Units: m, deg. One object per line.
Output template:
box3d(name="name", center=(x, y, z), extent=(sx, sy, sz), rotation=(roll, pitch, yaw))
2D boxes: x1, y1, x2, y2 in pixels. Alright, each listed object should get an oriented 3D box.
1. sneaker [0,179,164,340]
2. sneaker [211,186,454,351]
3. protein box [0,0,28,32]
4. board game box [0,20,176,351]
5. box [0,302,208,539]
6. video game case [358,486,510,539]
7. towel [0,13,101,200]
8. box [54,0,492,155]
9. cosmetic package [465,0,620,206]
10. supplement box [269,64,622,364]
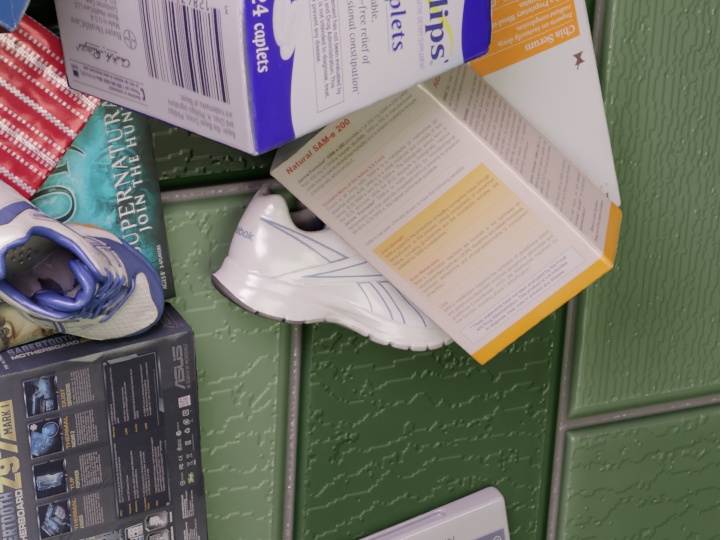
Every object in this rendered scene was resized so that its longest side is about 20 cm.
box3d(name="sneaker", center=(-0.183, 0.009, 1.512), extent=(0.200, 0.088, 0.075), rotation=(27, 98, -49))
box3d(name="sneaker", center=(0.000, 0.000, 1.668), extent=(0.199, 0.074, 0.088), rotation=(12, 101, -32))
box3d(name="protein box", center=(-0.257, -0.257, 1.326), extent=(0.200, 0.135, 0.199), rotation=(33, 71, -35))
box3d(name="board game box", center=(-0.195, -0.056, 1.563), extent=(0.135, 0.028, 0.201), rotation=(-18, 119, -20))
box3d(name="box", center=(-0.185, 0.133, 1.642), extent=(0.157, 0.051, 0.201), rotation=(-14, 119, -22))
box3d(name="video game case", center=(0.037, 0.278, 1.842), extent=(0.181, 0.023, 0.201), rotation=(-20, 120, -18))
box3d(name="towel", center=(-0.259, -0.074, 1.493), extent=(0.144, 0.022, 0.200), rotation=(35, 94, -33))
box3d(name="box", center=(-0.052, -0.165, 1.467), extent=(0.199, 0.183, 0.105), rotation=(-26, 123, -36))
box3d(name="cosmetic package", center=(0.103, -0.122, 1.664), extent=(0.101, 0.071, 0.201), rotation=(-24, 122, -16))
box3d(name="supplement box", center=(0.057, -0.052, 1.607), extent=(0.200, 0.074, 0.126), rotation=(43, 122, -16))
